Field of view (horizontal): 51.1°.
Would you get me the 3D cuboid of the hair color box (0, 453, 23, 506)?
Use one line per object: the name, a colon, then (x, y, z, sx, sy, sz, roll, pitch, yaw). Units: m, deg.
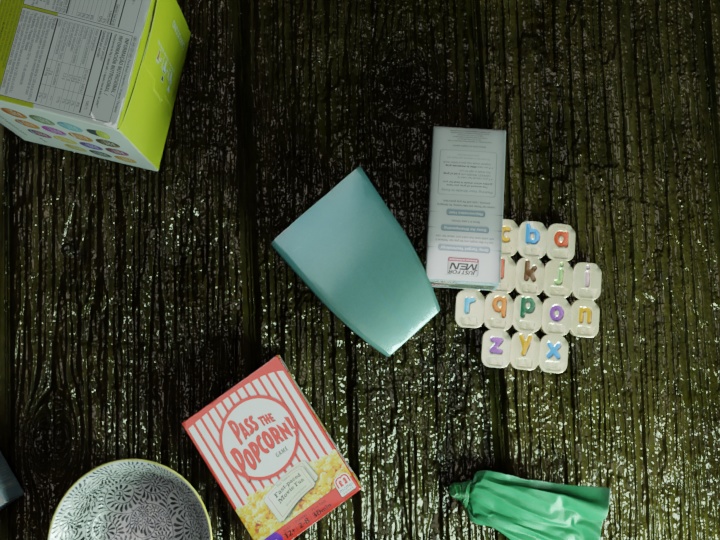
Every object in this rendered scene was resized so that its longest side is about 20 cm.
hair color box: (-0.526, 0.227, 0.949, 0.098, 0.061, 0.202, -32, 87, -4)

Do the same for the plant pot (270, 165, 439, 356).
plant pot: (0.000, 0.000, 0.954, 0.141, 0.141, 0.201, -39, 94, -4)

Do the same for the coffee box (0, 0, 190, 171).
coffee box: (-0.339, -0.263, 0.935, 0.193, 0.200, 0.205, 13, 84, -1)

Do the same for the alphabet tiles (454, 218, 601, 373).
alphabet tiles: (0.225, 0.034, 1.015, 0.195, 0.015, 0.201, 4, 85, -1)

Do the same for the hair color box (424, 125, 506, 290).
hair color box: (0.137, -0.081, 0.990, 0.096, 0.061, 0.205, 4, 79, 4)

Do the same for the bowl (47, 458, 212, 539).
bowl: (-0.275, 0.331, 0.936, 0.195, 0.094, 0.206, 0, 84, -2)

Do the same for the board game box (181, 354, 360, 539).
board game box: (-0.114, 0.236, 0.972, 0.150, 0.046, 0.202, -34, 86, -4)

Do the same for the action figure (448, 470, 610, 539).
action figure: (0.209, 0.308, 0.971, 0.195, 0.055, 0.121, 15, 86, 7)
